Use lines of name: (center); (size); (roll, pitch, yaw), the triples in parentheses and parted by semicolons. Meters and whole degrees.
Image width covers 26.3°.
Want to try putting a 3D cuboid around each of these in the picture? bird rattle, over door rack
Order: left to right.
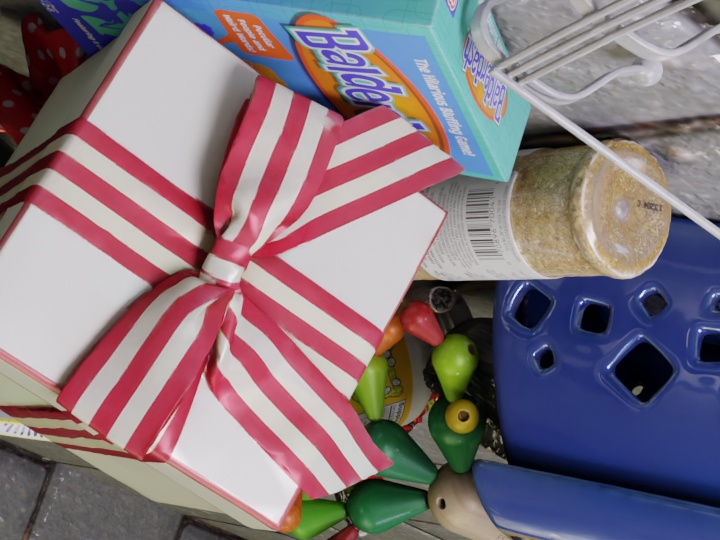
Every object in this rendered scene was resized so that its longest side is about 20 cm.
bird rattle: (-0.142, -0.062, 0.872); (0.200, 0.113, 0.163); (27, 179, -19)
over door rack: (0.152, -0.055, 0.581); (0.200, 0.067, 0.148); (45, 157, -13)

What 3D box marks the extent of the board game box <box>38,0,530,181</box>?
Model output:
board game box: (-0.035, -0.104, 0.696); (0.199, 0.045, 0.152); (11, 163, 22)

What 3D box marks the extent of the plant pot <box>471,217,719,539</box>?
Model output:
plant pot: (0.179, 0.089, 0.862); (0.199, 0.180, 0.200); (9, 163, 28)

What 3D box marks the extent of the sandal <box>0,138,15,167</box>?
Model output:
sandal: (-0.177, -0.011, 0.786); (0.201, 0.080, 0.057); (33, 155, -18)

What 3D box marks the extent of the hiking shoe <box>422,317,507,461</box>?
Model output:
hiking shoe: (0.099, 0.056, 0.996); (0.076, 0.101, 0.200); (28, 166, 18)

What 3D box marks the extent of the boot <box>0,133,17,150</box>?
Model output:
boot: (-0.226, -0.001, 0.963); (0.069, 0.174, 0.200); (16, 142, 7)

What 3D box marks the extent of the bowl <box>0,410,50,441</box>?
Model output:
bowl: (-0.158, 0.049, 0.874); (0.200, 0.095, 0.201); (7, 171, 1)

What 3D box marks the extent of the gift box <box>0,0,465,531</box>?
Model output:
gift box: (-0.072, 0.004, 0.695); (0.200, 0.185, 0.187); (30, 164, -19)

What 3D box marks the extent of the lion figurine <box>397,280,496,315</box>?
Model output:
lion figurine: (0.000, 0.000, 0.951); (0.199, 0.073, 0.122); (21, 163, -14)

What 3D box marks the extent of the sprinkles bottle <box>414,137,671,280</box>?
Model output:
sprinkles bottle: (0.064, -0.027, 0.801); (0.068, 0.068, 0.200); (30, 161, -36)

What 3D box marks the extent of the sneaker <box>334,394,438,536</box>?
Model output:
sneaker: (0.016, 0.098, 1.103); (0.085, 0.200, 0.077); (-3, 134, 2)

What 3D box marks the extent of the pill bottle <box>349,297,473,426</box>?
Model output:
pill bottle: (-0.024, 0.064, 1.007); (0.199, 0.105, 0.104); (-16, -179, -28)

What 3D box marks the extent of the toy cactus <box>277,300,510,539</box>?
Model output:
toy cactus: (0.033, 0.119, 0.916); (0.165, 0.200, 0.102); (31, -153, -9)
